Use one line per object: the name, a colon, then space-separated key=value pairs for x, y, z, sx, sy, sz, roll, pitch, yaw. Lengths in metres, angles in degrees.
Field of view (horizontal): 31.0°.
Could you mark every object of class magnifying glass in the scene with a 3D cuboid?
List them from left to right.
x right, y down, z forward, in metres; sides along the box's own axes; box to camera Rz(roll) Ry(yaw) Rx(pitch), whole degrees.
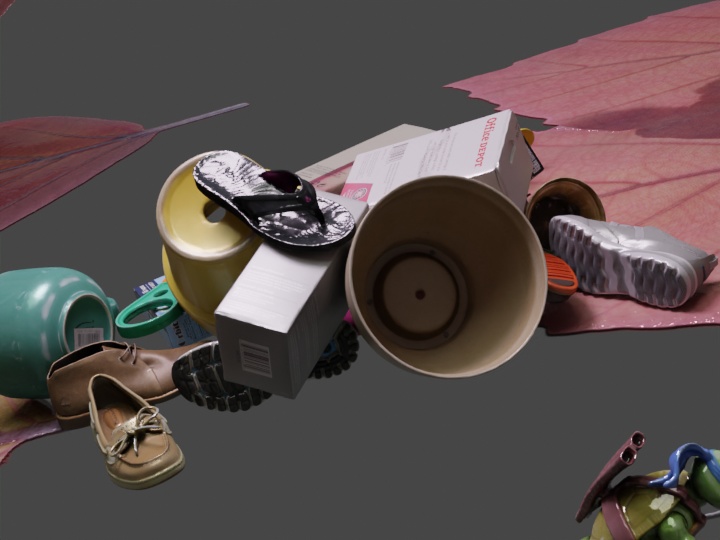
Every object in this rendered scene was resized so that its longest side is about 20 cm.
magnifying glass: x=-0.240 y=0.028 z=1.586 sx=0.079 sy=0.022 sz=0.200 roll=-12 pitch=21 yaw=17

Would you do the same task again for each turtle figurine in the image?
turtle figurine: x=0.198 y=0.213 z=0.867 sx=0.194 sy=0.200 sz=0.144 roll=-34 pitch=46 yaw=19

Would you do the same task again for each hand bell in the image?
hand bell: x=0.194 y=-0.054 z=1.539 sx=0.104 sy=0.104 sz=0.200 roll=-24 pitch=10 yaw=-19

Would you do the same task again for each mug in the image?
mug: x=-0.353 y=0.061 z=1.517 sx=0.114 sy=0.152 sz=0.185 roll=-3 pitch=44 yaw=30

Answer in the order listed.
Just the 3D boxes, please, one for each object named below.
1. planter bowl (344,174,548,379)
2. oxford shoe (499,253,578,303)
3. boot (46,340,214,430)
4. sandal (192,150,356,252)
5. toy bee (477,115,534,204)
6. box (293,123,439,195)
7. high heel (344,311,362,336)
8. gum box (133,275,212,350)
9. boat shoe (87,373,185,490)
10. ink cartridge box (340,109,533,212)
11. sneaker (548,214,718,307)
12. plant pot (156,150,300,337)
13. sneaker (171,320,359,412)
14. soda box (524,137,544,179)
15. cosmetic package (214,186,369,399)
planter bowl: x=0.072 y=0.017 z=1.314 sx=0.200 sy=0.200 sz=0.135 roll=-23 pitch=-5 yaw=-16
oxford shoe: x=0.166 y=0.010 z=1.398 sx=0.071 sy=0.073 sz=0.200 roll=8 pitch=12 yaw=-25
boot: x=-0.250 y=0.109 z=1.448 sx=0.200 sy=0.076 sz=0.074 roll=-19 pitch=20 yaw=-9
sandal: x=-0.093 y=-0.075 z=1.307 sx=0.200 sy=0.048 sz=0.075 roll=27 pitch=56 yaw=28
toy bee: x=0.180 y=-0.161 z=1.743 sx=0.131 sy=0.109 sz=0.200 roll=-24 pitch=23 yaw=-23
box: x=0.020 y=-0.088 z=1.653 sx=0.200 sy=0.128 sz=0.109 roll=-27 pitch=24 yaw=-22
high heel: x=0.000 y=0.000 z=1.496 sx=0.067 sy=0.096 sz=0.200 roll=-10 pitch=22 yaw=16
gum box: x=-0.170 y=0.023 z=1.636 sx=0.200 sy=0.045 sz=0.170 roll=-23 pitch=21 yaw=-16
boat shoe: x=-0.238 y=0.163 z=1.319 sx=0.073 sy=0.063 sz=0.200 roll=-26 pitch=24 yaw=-23
ink cartridge box: x=0.084 y=-0.090 z=1.457 sx=0.200 sy=0.083 sz=0.147 roll=-15 pitch=29 yaw=23
sneaker: x=0.284 y=-0.014 z=1.374 sx=0.082 sy=0.075 sz=0.200 roll=-23 pitch=33 yaw=-33
plant pot: x=-0.139 y=-0.037 z=1.453 sx=0.200 sy=0.201 sz=0.189 roll=-14 pitch=-21 yaw=7
sneaker: x=-0.103 y=0.096 z=1.394 sx=0.200 sy=0.079 sz=0.090 roll=-11 pitch=11 yaw=-10
soda box: x=0.128 y=-0.091 z=1.602 sx=0.200 sy=0.063 sz=0.071 roll=-37 pitch=7 yaw=-21
cosmetic package: x=-0.063 y=0.019 z=1.317 sx=0.090 sy=0.107 sz=0.200 roll=14 pitch=46 yaw=17
